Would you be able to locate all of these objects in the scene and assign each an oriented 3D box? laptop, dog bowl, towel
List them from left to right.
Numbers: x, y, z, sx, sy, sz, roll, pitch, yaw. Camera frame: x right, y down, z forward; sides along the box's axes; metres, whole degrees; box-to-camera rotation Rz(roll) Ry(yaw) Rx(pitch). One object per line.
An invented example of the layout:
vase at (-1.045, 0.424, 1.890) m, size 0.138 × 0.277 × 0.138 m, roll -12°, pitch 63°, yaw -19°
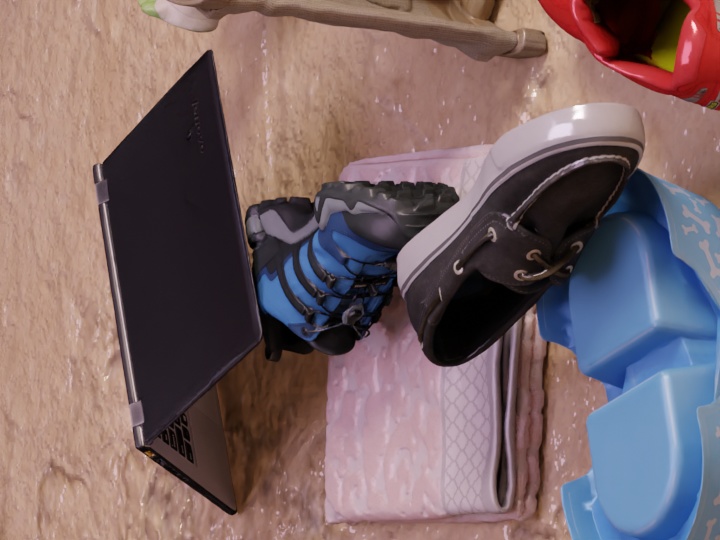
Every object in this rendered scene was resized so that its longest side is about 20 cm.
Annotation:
laptop at (-0.082, 0.011, 1.736) m, size 0.115 × 0.200 × 0.188 m, roll -19°, pitch 61°, yaw 15°
towel at (0.037, 0.035, 1.591) m, size 0.191 × 0.032 × 0.201 m, roll -8°, pitch 77°, yaw 60°
dog bowl at (0.138, 0.049, 1.395) m, size 0.111 × 0.049 × 0.201 m, roll -37°, pitch 53°, yaw 52°

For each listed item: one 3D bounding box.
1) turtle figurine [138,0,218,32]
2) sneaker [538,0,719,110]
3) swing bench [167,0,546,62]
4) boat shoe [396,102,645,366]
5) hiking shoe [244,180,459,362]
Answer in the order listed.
turtle figurine at (-0.099, -0.253, 1.753) m, size 0.144 × 0.199 × 0.195 m, roll -103°, pitch 23°, yaw -57°
sneaker at (0.129, -0.128, 1.407) m, size 0.200 × 0.085 × 0.077 m, roll 35°, pitch 114°, yaw 57°
swing bench at (-0.004, -0.220, 1.543) m, size 0.130 × 0.198 × 0.201 m, roll 20°, pitch 101°, yaw 60°
boat shoe at (0.078, -0.015, 1.403) m, size 0.200 × 0.068 × 0.057 m, roll 134°, pitch 131°, yaw -56°
hiking shoe at (0.000, 0.000, 1.573) m, size 0.200 × 0.074 × 0.087 m, roll 166°, pitch 102°, yaw -68°
